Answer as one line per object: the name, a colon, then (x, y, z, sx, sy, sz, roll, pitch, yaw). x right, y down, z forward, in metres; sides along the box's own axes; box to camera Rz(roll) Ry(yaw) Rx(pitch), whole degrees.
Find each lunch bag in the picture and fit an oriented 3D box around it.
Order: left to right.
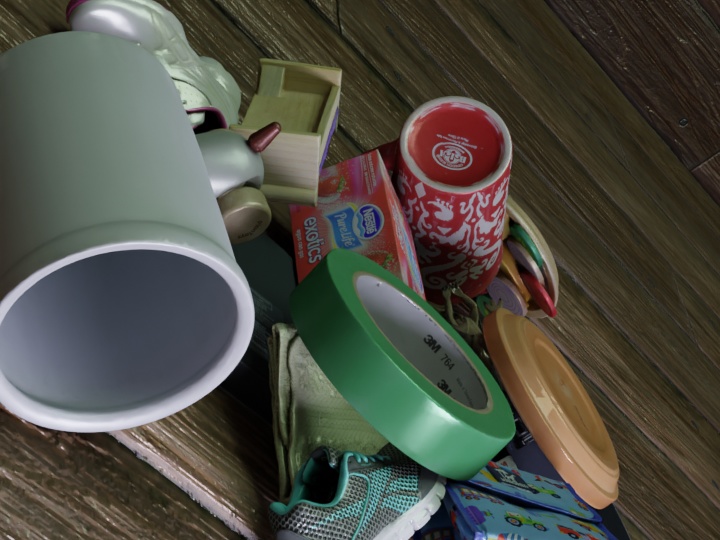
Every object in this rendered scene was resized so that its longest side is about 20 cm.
lunch bag: (0.116, 0.205, 1.249, 0.149, 0.095, 0.200, 15, 20, -17)

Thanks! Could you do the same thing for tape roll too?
tape roll: (0.033, 0.070, 1.231, 0.200, 0.048, 0.201, 40, 15, -13)

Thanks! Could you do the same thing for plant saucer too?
plant saucer: (0.177, 0.119, 1.439, 0.201, 0.032, 0.201, 51, 16, -21)

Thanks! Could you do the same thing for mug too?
mug: (0.065, -0.065, 1.563, 0.201, 0.175, 0.135, 95, -20, -62)

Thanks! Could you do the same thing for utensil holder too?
utensil holder: (-0.172, -0.028, 1.019, 0.170, 0.169, 0.201, 33, 26, -45)

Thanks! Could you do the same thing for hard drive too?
hard drive: (-0.099, 0.024, 1.290, 0.139, 0.033, 0.201, 41, 25, -34)
hard drive: (0.186, 0.194, 1.461, 0.201, 0.042, 0.135, 60, 14, 6)

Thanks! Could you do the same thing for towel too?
towel: (-0.013, 0.124, 1.250, 0.200, 0.036, 0.150, 20, 64, -61)

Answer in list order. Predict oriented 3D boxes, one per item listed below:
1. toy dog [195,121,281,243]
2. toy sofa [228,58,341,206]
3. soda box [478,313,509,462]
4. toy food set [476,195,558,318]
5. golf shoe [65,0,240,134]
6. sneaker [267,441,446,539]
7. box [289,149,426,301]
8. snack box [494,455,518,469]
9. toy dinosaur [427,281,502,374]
toy dog: (-0.136, -0.091, 1.234, 0.132, 0.096, 0.199, 51, 30, 18)
toy sofa: (-0.067, -0.112, 1.437, 0.200, 0.082, 0.099, -79, 175, -65)
soda box: (0.132, 0.142, 1.582, 0.071, 0.063, 0.201, 38, 27, -40)
toy food set: (0.146, -0.021, 1.769, 0.198, 0.049, 0.200, 50, -21, 6)
golf shoe: (-0.171, -0.166, 1.374, 0.199, 0.075, 0.092, 36, 30, -40)
sneaker: (-0.002, 0.159, 1.152, 0.200, 0.077, 0.092, -45, 116, -56)
box: (0.000, 0.000, 1.426, 0.201, 0.094, 0.103, -99, 168, -51)
snack box: (0.153, 0.233, 1.435, 0.072, 0.024, 0.200, 63, -1, 29)
toy dinosaur: (0.111, 0.077, 1.529, 0.201, 0.058, 0.102, -113, -166, -45)
